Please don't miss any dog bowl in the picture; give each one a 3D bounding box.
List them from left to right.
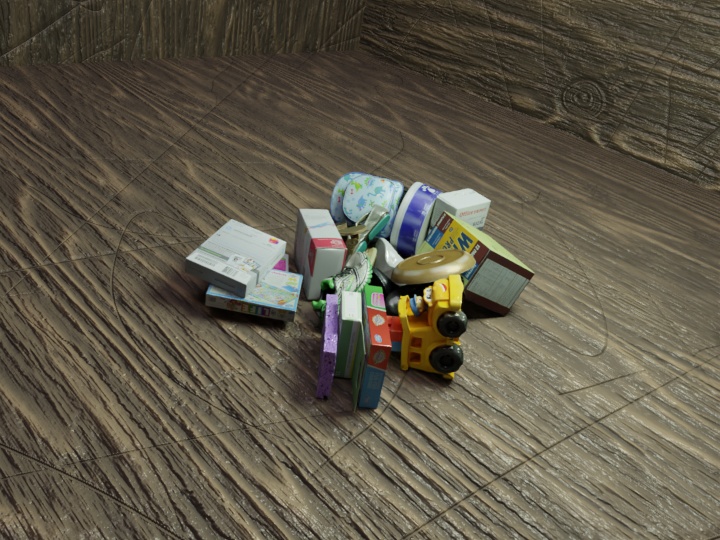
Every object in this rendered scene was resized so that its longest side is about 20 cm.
[{"bbox_3d":[0.158,-0.136,1.754,0.078,0.203,0.200,22,32,15],"label":"dog bowl"}]

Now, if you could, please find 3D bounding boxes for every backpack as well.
[{"bbox_3d":[0.015,-0.186,1.792,0.196,0.186,0.147,14,-10,15],"label":"backpack"}]

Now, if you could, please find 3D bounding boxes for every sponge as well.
[{"bbox_3d":[-0.066,0.150,1.286,0.029,0.113,0.201,7,30,-4],"label":"sponge"}]

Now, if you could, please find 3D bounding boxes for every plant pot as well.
[{"bbox_3d":[0.161,-0.014,1.436,0.196,0.028,0.200,-12,14,3],"label":"plant pot"}]

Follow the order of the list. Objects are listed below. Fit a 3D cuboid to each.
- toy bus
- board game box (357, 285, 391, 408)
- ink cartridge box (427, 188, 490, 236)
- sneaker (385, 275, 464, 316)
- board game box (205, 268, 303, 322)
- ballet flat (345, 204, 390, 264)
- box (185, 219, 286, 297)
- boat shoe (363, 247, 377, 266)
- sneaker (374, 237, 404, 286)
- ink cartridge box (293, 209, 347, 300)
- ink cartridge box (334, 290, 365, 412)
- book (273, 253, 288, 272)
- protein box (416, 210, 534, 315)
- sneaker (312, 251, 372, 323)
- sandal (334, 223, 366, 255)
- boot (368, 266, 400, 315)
[{"bbox_3d":[0.127,0.112,1.340,0.188,0.203,0.137,5,32,5],"label":"toy bus"},{"bbox_3d":[0.020,0.150,1.275,0.039,0.155,0.201,6,31,-8],"label":"board game box"},{"bbox_3d":[0.262,-0.107,1.739,0.143,0.203,0.083,-15,38,-38],"label":"ink cartridge box"},{"bbox_3d":[0.144,0.047,1.416,0.197,0.091,0.077,-21,79,-22],"label":"sneaker"},{"bbox_3d":[-0.234,0.043,1.422,0.196,0.035,0.135,12,36,-4],"label":"board game box"},{"bbox_3d":[0.001,-0.089,1.673,0.063,0.068,0.201,34,78,19],"label":"ballet flat"},{"bbox_3d":[-0.280,-0.033,1.443,0.153,0.042,0.201,22,37,9],"label":"box"},{"bbox_3d":[-0.001,0.003,1.600,0.062,0.074,0.202,14,39,4],"label":"boat shoe"},{"bbox_3d":[0.096,-0.009,1.666,0.087,0.076,0.201,9,34,-29],"label":"sneaker"},{"bbox_3d":[-0.104,-0.042,1.560,0.084,0.150,0.201,0,33,-17],"label":"ink cartridge box"},{"bbox_3d":[-0.025,0.156,1.254,0.047,0.148,0.201,7,30,-4],"label":"ink cartridge box"},{"bbox_3d":[-0.238,0.017,1.521,0.131,0.049,0.201,7,32,-10],"label":"book"},{"bbox_3d":[0.286,-0.017,1.591,0.198,0.136,0.199,22,18,-40],"label":"protein box"},{"bbox_3d":[-0.039,0.032,1.436,0.077,0.085,0.202,-8,43,44],"label":"sneaker"},{"bbox_3d":[-0.034,-0.076,1.608,0.076,0.071,0.211,-16,14,-20],"label":"sandal"},{"bbox_3d":[0.116,0.053,1.510,0.161,0.074,0.199,-23,66,-36],"label":"boot"}]
